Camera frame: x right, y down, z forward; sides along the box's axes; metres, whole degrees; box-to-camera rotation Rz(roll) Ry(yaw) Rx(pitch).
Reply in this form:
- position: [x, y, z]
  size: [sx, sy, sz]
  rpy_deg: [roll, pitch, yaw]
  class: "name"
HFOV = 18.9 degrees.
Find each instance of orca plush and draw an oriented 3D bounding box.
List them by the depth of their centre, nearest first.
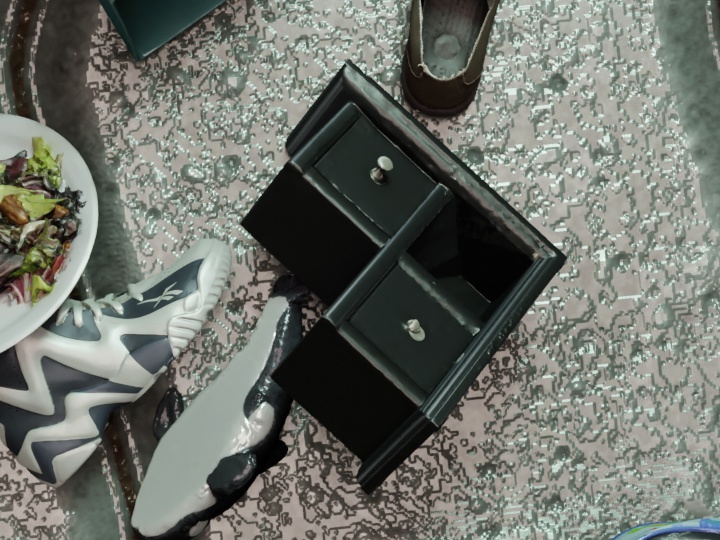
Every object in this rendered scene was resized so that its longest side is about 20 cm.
- position: [-0.079, 0.102, 1.463]
  size: [0.105, 0.071, 0.201]
  rpy_deg: [7, 71, 41]
  class: "orca plush"

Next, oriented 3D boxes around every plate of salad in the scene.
- position: [-0.270, -0.026, 1.415]
  size: [0.198, 0.048, 0.201]
  rpy_deg: [-7, 57, 10]
  class: "plate of salad"

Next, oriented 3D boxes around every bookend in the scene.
- position: [0.000, 0.000, 1.394]
  size: [0.200, 0.092, 0.199]
  rpy_deg: [43, 44, 0]
  class: "bookend"

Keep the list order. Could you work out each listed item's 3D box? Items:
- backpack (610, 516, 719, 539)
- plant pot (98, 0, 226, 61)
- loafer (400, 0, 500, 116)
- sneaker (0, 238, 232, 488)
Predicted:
- position: [0.237, 0.251, 1.415]
  size: [0.198, 0.147, 0.185]
  rpy_deg: [6, 85, -8]
  class: "backpack"
- position: [-0.154, -0.276, 1.434]
  size: [0.141, 0.141, 0.201]
  rpy_deg: [-35, 81, -5]
  class: "plant pot"
- position: [0.072, -0.207, 1.473]
  size: [0.072, 0.071, 0.202]
  rpy_deg: [6, 86, -3]
  class: "loafer"
- position: [-0.187, 0.030, 1.438]
  size: [0.129, 0.080, 0.199]
  rpy_deg: [41, 95, -9]
  class: "sneaker"
